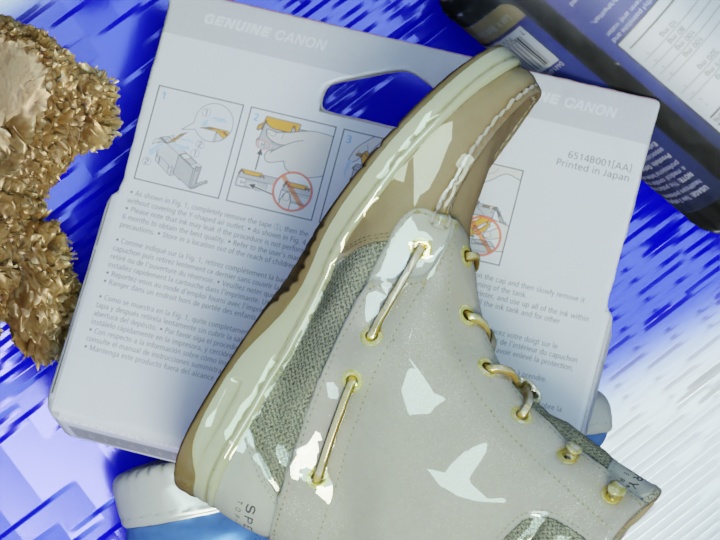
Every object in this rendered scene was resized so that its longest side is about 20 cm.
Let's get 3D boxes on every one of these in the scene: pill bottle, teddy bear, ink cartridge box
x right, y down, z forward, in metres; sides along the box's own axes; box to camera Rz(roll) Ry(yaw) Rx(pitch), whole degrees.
[{"bbox_3d":[0.138,-0.086,1.189,0.200,0.112,0.112,40,85,-11],"label":"pill bottle"},{"bbox_3d":[-0.171,-0.007,1.165,0.145,0.067,0.200,7,98,-2],"label":"teddy bear"},{"bbox_3d":[0.000,0.000,1.153,0.200,0.045,0.176,14,77,7],"label":"ink cartridge box"}]

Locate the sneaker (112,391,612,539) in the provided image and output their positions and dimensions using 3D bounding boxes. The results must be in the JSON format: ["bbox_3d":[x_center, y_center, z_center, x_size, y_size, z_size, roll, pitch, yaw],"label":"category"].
[{"bbox_3d":[0.010,0.113,1.191,0.200,0.077,0.111,-12,89,-6],"label":"sneaker"}]

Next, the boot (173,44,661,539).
[{"bbox_3d":[0.047,0.034,1.083,0.155,0.072,0.200,33,87,12],"label":"boot"}]
